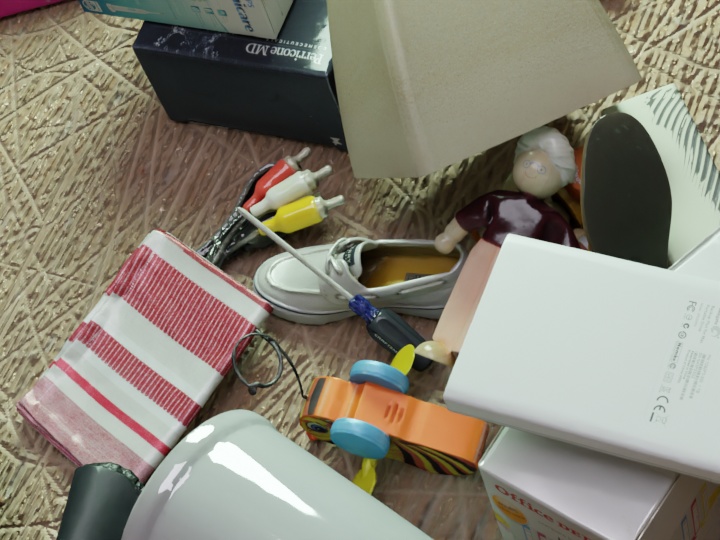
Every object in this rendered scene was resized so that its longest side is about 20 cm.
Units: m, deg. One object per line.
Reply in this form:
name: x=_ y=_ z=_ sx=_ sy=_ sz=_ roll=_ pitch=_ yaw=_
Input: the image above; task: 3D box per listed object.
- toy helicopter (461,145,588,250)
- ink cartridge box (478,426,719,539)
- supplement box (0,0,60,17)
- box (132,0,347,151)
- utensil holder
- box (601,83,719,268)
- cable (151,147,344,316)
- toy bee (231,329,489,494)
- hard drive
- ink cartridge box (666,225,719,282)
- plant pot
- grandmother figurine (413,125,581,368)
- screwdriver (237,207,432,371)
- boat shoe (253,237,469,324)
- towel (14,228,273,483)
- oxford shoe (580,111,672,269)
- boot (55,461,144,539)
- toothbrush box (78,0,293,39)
toy helicopter: x=0.155 y=0.004 z=1.438 sx=0.131 sy=0.079 sz=0.202 roll=-10 pitch=69 yaw=2
ink cartridge box: x=0.174 y=0.148 z=1.260 sx=0.128 sy=0.201 sz=0.126 roll=26 pitch=68 yaw=28
supplement box: x=-0.315 y=-0.329 z=1.762 sx=0.198 sy=0.104 sz=0.102 roll=-14 pitch=55 yaw=5
box: x=-0.069 y=-0.231 z=1.622 sx=0.195 sy=0.118 sz=0.202 roll=11 pitch=63 yaw=21
utensil holder: x=-0.047 y=0.221 z=1.298 sx=0.199 sy=0.170 sz=0.170 roll=29 pitch=70 yaw=26
box: x=0.257 y=-0.044 z=1.434 sx=0.068 sy=0.082 sz=0.201 roll=-20 pitch=57 yaw=1
cable: x=-0.111 y=-0.036 z=1.550 sx=0.199 sy=0.051 sz=0.097 roll=-31 pitch=50 yaw=-5
toy bee: x=0.000 y=0.108 z=1.409 sx=0.200 sy=0.109 sz=0.131 roll=41 pitch=68 yaw=5
hard drive: x=0.169 y=0.056 z=1.183 sx=0.198 sy=0.026 sz=0.133 roll=13 pitch=63 yaw=22
ink cartridge box: x=0.301 y=0.070 z=1.275 sx=0.146 sy=0.201 sz=0.147 roll=-37 pitch=56 yaw=-10
plant pot: x=0.076 y=-0.194 z=1.447 sx=0.198 sy=0.179 sz=0.200 roll=-24 pitch=9 yaw=-14
grandmother figurine: x=0.117 y=-0.015 z=1.395 sx=0.120 sy=0.061 sz=0.202 roll=20 pitch=89 yaw=5
screwdriver: x=-0.020 y=0.013 z=1.439 sx=0.199 sy=0.029 sz=0.028 roll=39 pitch=87 yaw=-11
boat shoe: x=0.000 y=0.000 z=1.482 sx=0.198 sy=0.070 sz=0.072 roll=3 pitch=58 yaw=20
towel: x=-0.181 y=0.075 z=1.496 sx=0.143 sy=0.023 sz=0.201 roll=33 pitch=82 yaw=29
oxford shoe: x=0.199 y=-0.019 z=1.371 sx=0.070 sy=0.071 sz=0.203 roll=-10 pitch=95 yaw=-9
boot: x=-0.233 y=0.222 z=1.358 sx=0.199 sy=0.076 sz=0.170 roll=26 pitch=59 yaw=-21
toothbrush box: x=-0.144 y=-0.293 z=1.560 sx=0.198 sy=0.086 sz=0.148 roll=12 pitch=63 yaw=22
